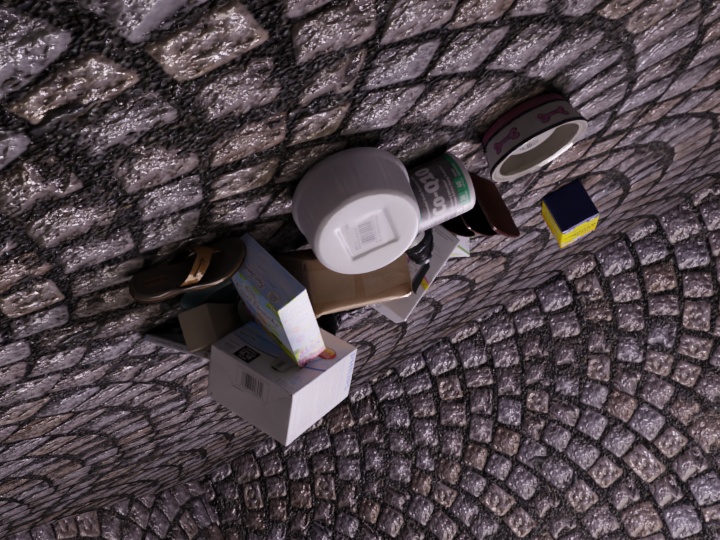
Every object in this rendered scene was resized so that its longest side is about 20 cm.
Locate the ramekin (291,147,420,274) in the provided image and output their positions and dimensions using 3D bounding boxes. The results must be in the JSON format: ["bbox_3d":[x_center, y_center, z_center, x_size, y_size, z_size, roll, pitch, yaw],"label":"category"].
[{"bbox_3d":[-0.001,-0.088,1.342,0.200,0.098,0.201,-14,139,-12],"label":"ramekin"}]

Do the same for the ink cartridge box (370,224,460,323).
[{"bbox_3d":[0.106,0.003,1.725,0.200,0.085,0.148,-56,-179,-7],"label":"ink cartridge box"}]

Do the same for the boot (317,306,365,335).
[{"bbox_3d":[-0.052,0.122,1.934,0.157,0.211,0.080,-13,146,-29],"label":"boot"}]

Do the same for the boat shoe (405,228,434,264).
[{"bbox_3d":[0.102,-0.072,1.620,0.075,0.060,0.200,-28,-158,17],"label":"boat shoe"}]

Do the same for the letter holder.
[{"bbox_3d":[0.241,-0.110,1.758,0.100,0.143,0.200,-33,165,21],"label":"letter holder"}]

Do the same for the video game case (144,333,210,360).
[{"bbox_3d":[-0.313,0.158,1.698,0.199,0.018,0.143,13,180,22],"label":"video game case"}]

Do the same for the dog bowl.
[{"bbox_3d":[0.312,-0.247,1.548,0.199,0.074,0.200,-25,166,-7],"label":"dog bowl"}]

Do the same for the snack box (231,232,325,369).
[{"bbox_3d":[-0.149,0.054,1.457,0.068,0.169,0.200,-38,148,-18],"label":"snack box"}]

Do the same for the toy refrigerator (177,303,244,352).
[{"bbox_3d":[-0.275,0.110,1.632,0.070,0.076,0.200,-20,173,12],"label":"toy refrigerator"}]

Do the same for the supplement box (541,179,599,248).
[{"bbox_3d":[0.560,-0.149,2.257,0.109,0.110,0.200,-28,166,6],"label":"supplement box"}]

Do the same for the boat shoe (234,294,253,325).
[{"bbox_3d":[-0.193,0.097,1.701,0.072,0.061,0.201,-52,138,-5],"label":"boat shoe"}]

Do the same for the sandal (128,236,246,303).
[{"bbox_3d":[-0.279,-0.009,1.360,0.199,0.082,0.055,-17,142,-12],"label":"sandal"}]

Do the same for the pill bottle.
[{"bbox_3d":[0.094,-0.123,1.508,0.199,0.113,0.113,-25,166,-11],"label":"pill bottle"}]

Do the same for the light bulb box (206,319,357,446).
[{"bbox_3d":[-0.145,0.188,1.572,0.200,0.198,0.125,-33,142,-49],"label":"light bulb box"}]

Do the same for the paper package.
[{"bbox_3d":[-0.038,0.009,1.566,0.199,0.104,0.190,-12,-171,-23],"label":"paper package"}]

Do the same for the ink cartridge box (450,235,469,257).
[{"bbox_3d":[0.188,-0.063,1.913,0.103,0.060,0.200,-2,173,18],"label":"ink cartridge box"}]

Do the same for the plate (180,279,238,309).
[{"bbox_3d":[-0.249,0.035,1.625,0.199,0.026,0.200,-24,165,-7],"label":"plate"}]
